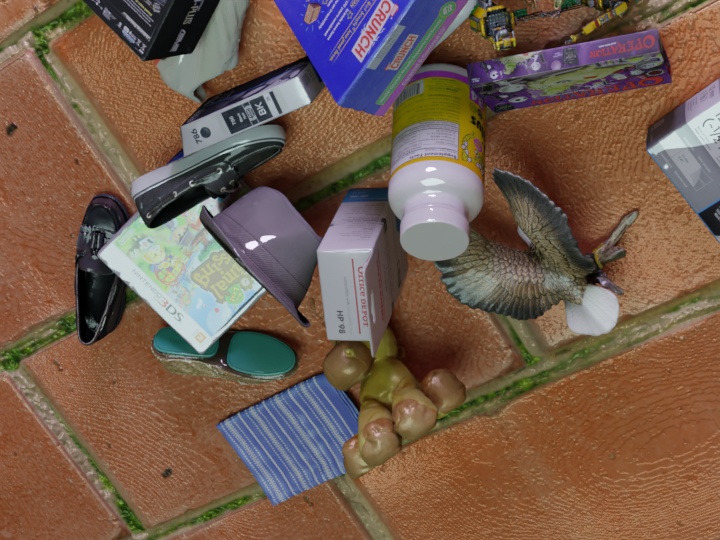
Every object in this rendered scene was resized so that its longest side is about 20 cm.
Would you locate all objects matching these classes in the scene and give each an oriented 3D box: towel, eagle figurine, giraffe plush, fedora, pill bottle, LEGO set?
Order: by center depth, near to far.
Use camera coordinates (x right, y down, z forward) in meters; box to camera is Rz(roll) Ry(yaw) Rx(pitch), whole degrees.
[{"bbox_3d":[0.196,-0.297,1.311,0.197,0.116,0.156,-7,111,-12],"label":"LEGO set"},{"bbox_3d":[0.082,-0.114,1.415,0.103,0.202,0.105,3,148,2],"label":"pill bottle"},{"bbox_3d":[0.197,-0.018,1.480,0.150,0.198,0.154,11,89,52],"label":"eagle figurine"},{"bbox_3d":[-0.098,-0.030,1.517,0.090,0.200,0.177,-45,114,-5],"label":"fedora"},{"bbox_3d":[0.024,0.129,1.604,0.172,0.200,0.163,-37,86,23],"label":"giraffe plush"},{"bbox_3d":[-0.078,0.224,1.754,0.198,0.024,0.146,-27,107,26],"label":"towel"}]

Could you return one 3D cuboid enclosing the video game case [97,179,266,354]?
[{"bbox_3d":[-0.193,-0.024,1.624,0.182,0.022,0.200,44,105,-11],"label":"video game case"}]

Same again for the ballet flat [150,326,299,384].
[{"bbox_3d":[-0.170,0.113,1.704,0.197,0.071,0.066,11,148,12],"label":"ballet flat"}]

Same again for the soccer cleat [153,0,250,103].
[{"bbox_3d":[-0.155,-0.270,1.484,0.077,0.070,0.200,38,128,-11],"label":"soccer cleat"}]

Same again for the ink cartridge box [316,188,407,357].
[{"bbox_3d":[0.000,0.000,1.509,0.066,0.201,0.117,1,118,14],"label":"ink cartridge box"}]

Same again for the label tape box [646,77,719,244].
[{"bbox_3d":[0.423,-0.140,1.402,0.199,0.066,0.144,-34,105,29],"label":"label tape box"}]

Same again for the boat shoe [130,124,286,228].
[{"bbox_3d":[-0.172,-0.108,1.542,0.198,0.069,0.057,-23,76,11],"label":"boat shoe"}]

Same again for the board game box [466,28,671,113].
[{"bbox_3d":[0.221,-0.207,1.392,0.197,0.120,0.033,-8,84,19],"label":"board game box"}]

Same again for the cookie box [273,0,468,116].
[{"bbox_3d":[0.002,-0.291,1.359,0.172,0.075,0.201,-50,53,31],"label":"cookie box"}]

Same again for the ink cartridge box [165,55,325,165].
[{"bbox_3d":[-0.133,-0.184,1.503,0.198,0.100,0.040,-21,109,22],"label":"ink cartridge box"}]

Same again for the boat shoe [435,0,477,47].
[{"bbox_3d":[0.077,-0.280,1.414,0.066,0.072,0.200,47,120,-5],"label":"boat shoe"}]

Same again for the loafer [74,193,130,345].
[{"bbox_3d":[-0.328,0.004,1.676,0.071,0.063,0.202,14,120,8],"label":"loafer"}]

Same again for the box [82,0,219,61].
[{"bbox_3d":[-0.235,-0.351,1.409,0.200,0.086,0.165,43,123,16],"label":"box"}]
